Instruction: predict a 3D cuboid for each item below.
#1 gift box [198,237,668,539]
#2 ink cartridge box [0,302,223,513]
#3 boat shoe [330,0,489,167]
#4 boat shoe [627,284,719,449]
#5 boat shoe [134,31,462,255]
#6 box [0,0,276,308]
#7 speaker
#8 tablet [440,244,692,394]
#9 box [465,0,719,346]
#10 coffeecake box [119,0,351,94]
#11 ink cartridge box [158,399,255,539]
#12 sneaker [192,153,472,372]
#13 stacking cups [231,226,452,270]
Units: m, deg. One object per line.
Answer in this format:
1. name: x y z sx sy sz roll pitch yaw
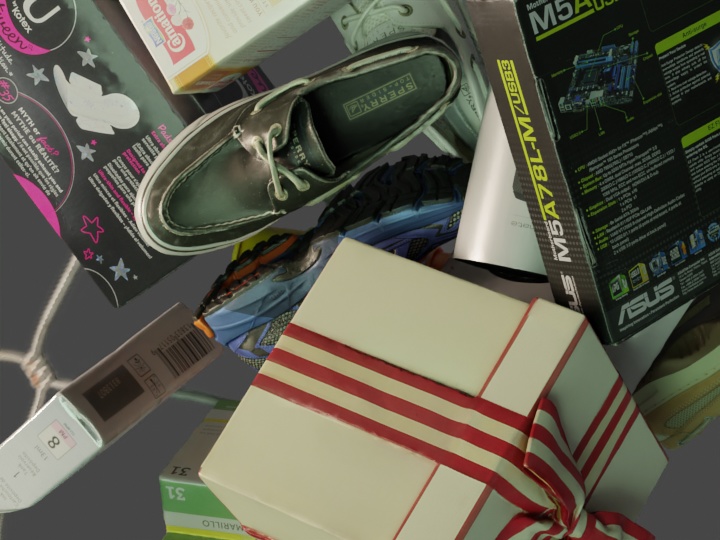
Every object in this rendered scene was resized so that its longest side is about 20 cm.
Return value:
1. gift box: 0.047 0.124 1.339 0.186 0.201 0.185 19 163 34
2. ink cartridge box: -0.194 0.112 1.566 0.057 0.162 0.200 47 121 1
3. boat shoe: 0.025 -0.138 1.419 0.071 0.069 0.200 -39 95 30
4. boat shoe: 0.229 0.037 1.428 0.076 0.072 0.200 40 130 -16
5. boat shoe: -0.036 -0.071 1.361 0.199 0.064 0.071 -31 98 1
6. box: -0.139 -0.106 1.462 0.114 0.132 0.201 -31 99 26
7. speaker: 0.107 -0.092 1.354 0.081 0.081 0.201 12 88 16
8. tablet: 0.136 -0.022 1.416 0.130 0.014 0.201 33 99 2
9. box: 0.165 -0.089 1.319 0.047 0.199 0.194 5 120 56
10. coffeecake box: -0.051 -0.214 1.371 0.199 0.073 0.154 -32 85 17
11. ink cartridge box: -0.055 0.150 1.505 0.145 0.200 0.048 5 117 20
12. sneaker: 0.000 0.000 1.440 0.199 0.075 0.079 -29 111 29
13. stacking cups: 0.025 0.005 1.498 0.199 0.061 0.061 4 115 14
